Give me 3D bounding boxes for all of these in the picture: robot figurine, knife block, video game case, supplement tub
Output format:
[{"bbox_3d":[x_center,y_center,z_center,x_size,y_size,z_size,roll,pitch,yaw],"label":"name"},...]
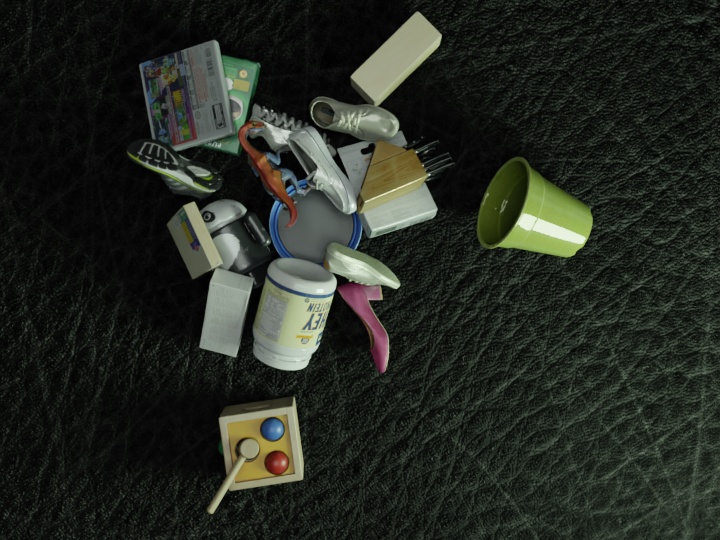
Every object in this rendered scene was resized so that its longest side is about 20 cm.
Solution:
[{"bbox_3d":[-0.265,-0.050,1.498,0.150,0.125,0.201,-29,94,-6],"label":"robot figurine"},{"bbox_3d":[0.097,-0.191,1.496,0.175,0.064,0.201,19,68,-4],"label":"knife block"},{"bbox_3d":[-0.361,-0.357,1.494,0.181,0.023,0.201,-12,86,14],"label":"video game case"},{"bbox_3d":[-0.142,0.089,1.488,0.144,0.145,0.201,15,108,-4],"label":"supplement tub"}]

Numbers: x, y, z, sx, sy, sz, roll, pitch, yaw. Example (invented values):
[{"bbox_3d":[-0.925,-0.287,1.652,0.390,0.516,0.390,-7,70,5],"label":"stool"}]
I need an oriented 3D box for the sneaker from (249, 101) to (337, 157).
[{"bbox_3d":[-0.146,-0.283,1.531,0.199,0.075,0.081,25,109,-5],"label":"sneaker"}]

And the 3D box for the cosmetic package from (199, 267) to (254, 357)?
[{"bbox_3d":[-0.278,0.089,1.486,0.082,0.051,0.200,15,131,-6],"label":"cosmetic package"}]

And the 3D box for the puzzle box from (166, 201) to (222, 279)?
[{"bbox_3d":[-0.339,-0.056,1.460,0.025,0.200,0.134,-25,94,-25],"label":"puzzle box"}]

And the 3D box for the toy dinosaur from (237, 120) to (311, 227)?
[{"bbox_3d":[-0.179,-0.214,1.456,0.105,0.200,0.181,-39,118,11],"label":"toy dinosaur"}]

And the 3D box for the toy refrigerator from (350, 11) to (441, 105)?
[{"bbox_3d":[0.075,-0.447,1.535,0.076,0.070,0.200,45,88,3],"label":"toy refrigerator"}]

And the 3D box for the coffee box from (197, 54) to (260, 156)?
[{"bbox_3d":[-0.294,-0.353,1.524,0.122,0.044,0.201,12,91,-2],"label":"coffee box"}]

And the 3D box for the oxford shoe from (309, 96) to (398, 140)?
[{"bbox_3d":[-0.019,-0.316,1.507,0.199,0.058,0.076,17,114,11],"label":"oxford shoe"}]

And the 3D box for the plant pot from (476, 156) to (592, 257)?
[{"bbox_3d":[0.379,-0.114,1.524,0.189,0.200,0.201,18,91,-17],"label":"plant pot"}]

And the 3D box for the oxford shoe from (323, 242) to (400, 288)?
[{"bbox_3d":[0.000,0.000,1.525,0.199,0.075,0.058,22,112,-34],"label":"oxford shoe"}]

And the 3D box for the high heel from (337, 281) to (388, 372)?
[{"bbox_3d":[0.006,0.123,1.548,0.095,0.067,0.201,-5,88,-13],"label":"high heel"}]

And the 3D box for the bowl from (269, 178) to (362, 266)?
[{"bbox_3d":[-0.097,-0.098,1.551,0.200,0.039,0.202,0,92,-4],"label":"bowl"}]

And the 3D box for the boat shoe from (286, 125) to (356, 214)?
[{"bbox_3d":[-0.083,-0.195,1.467,0.065,0.074,0.200,-33,90,-30],"label":"boat shoe"}]

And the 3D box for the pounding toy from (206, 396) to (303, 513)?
[{"bbox_3d":[-0.227,0.384,1.510,0.199,0.142,0.185,-8,92,-4],"label":"pounding toy"}]

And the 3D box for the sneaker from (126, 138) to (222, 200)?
[{"bbox_3d":[-0.392,-0.201,1.490,0.199,0.081,0.074,27,48,-15],"label":"sneaker"}]

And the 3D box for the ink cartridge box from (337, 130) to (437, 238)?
[{"bbox_3d":[0.055,-0.185,1.545,0.162,0.057,0.201,-19,72,-18],"label":"ink cartridge box"}]
